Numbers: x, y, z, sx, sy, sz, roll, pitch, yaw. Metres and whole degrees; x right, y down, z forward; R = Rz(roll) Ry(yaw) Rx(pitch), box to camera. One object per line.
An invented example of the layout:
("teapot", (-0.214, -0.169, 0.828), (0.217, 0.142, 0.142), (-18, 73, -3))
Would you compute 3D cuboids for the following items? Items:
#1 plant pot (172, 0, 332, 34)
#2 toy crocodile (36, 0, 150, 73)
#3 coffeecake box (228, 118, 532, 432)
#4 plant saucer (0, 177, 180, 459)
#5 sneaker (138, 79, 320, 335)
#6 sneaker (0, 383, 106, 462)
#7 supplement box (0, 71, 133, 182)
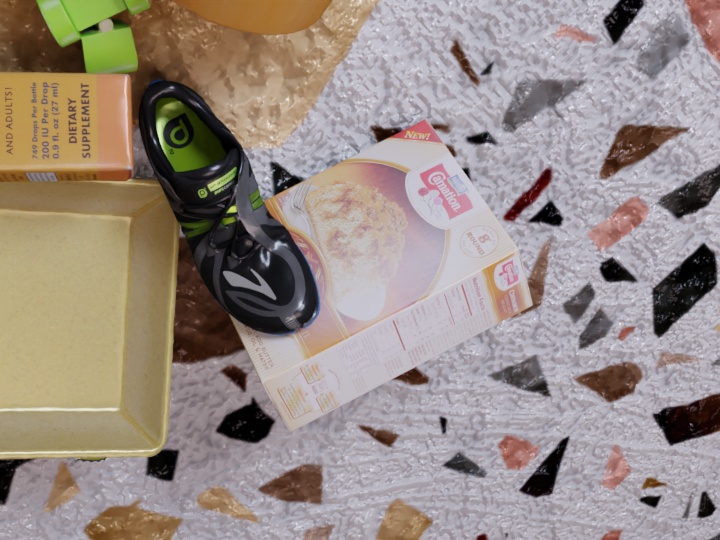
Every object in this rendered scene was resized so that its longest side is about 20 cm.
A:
("plant pot", (-0.051, -0.251, 0.766), (0.200, 0.200, 0.183), (5, 134, -24))
("toy crocodile", (-0.189, -0.209, 0.810), (0.067, 0.062, 0.200), (-27, 121, -4))
("coffeecake box", (0.000, 0.000, 0.943), (0.200, 0.154, 0.073), (-27, 140, -4))
("plant saucer", (-0.234, 0.030, 0.907), (0.200, 0.048, 0.200), (3, 94, -23))
("sneaker", (-0.097, -0.042, 0.873), (0.071, 0.083, 0.200), (-30, 86, -2))
("sneaker", (-0.268, 0.088, 0.957), (0.200, 0.066, 0.079), (13, 106, -29))
("supplement box", (-0.247, -0.091, 0.824), (0.200, 0.069, 0.067), (-2, 89, -9))
